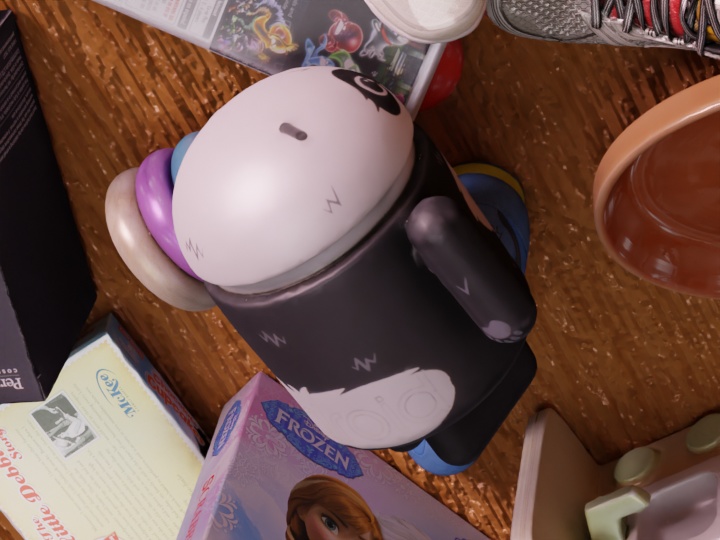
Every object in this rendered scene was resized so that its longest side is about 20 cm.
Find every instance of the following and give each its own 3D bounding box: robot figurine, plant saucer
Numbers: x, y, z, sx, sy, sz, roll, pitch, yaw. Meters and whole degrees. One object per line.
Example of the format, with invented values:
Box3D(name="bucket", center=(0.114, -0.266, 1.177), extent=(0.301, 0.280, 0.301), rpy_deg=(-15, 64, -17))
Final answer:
Box3D(name="robot figurine", center=(0.002, -0.001, 0.840), extent=(0.150, 0.125, 0.200), rpy_deg=(-25, 122, 21))
Box3D(name="plant saucer", center=(0.210, -0.045, 0.869), extent=(0.200, 0.032, 0.200), rpy_deg=(-1, 152, 0))

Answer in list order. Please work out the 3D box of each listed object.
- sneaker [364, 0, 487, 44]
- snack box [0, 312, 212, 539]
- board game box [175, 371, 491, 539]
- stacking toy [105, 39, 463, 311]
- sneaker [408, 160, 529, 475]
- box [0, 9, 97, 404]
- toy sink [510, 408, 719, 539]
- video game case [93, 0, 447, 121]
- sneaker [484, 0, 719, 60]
Box3D(name="sneaker", center=(0.009, -0.190, 0.779), extent=(0.075, 0.081, 0.200), rpy_deg=(-16, 106, 4))
Box3D(name="snack box", center=(-0.132, 0.137, 1.059), extent=(0.116, 0.037, 0.200), rpy_deg=(-33, 105, 8))
Box3D(name="board game box", center=(-0.008, 0.179, 0.997), extent=(0.200, 0.200, 0.041), rpy_deg=(37, 122, -15))
Box3D(name="stacking toy", center=(-0.032, -0.063, 0.920), extent=(0.200, 0.085, 0.085), rpy_deg=(-35, 111, 24))
Box3D(name="sneaker", center=(0.047, 0.042, 0.973), extent=(0.066, 0.078, 0.200), rpy_deg=(9, 125, 2))
Box3D(name="box", center=(-0.266, -0.027, 0.969), extent=(0.200, 0.104, 0.182), rpy_deg=(-3, 121, 13))
Box3D(name="toy sink", center=(0.185, 0.160, 0.992), extent=(0.112, 0.130, 0.200), rpy_deg=(-28, 113, 25))
Box3D(name="video game case", center=(-0.022, -0.188, 0.832), extent=(0.182, 0.023, 0.200), rpy_deg=(23, 105, -4))
Box3D(name="sneaker", center=(0.153, -0.135, 0.827), extent=(0.200, 0.082, 0.078), rpy_deg=(-4, 121, 8))
